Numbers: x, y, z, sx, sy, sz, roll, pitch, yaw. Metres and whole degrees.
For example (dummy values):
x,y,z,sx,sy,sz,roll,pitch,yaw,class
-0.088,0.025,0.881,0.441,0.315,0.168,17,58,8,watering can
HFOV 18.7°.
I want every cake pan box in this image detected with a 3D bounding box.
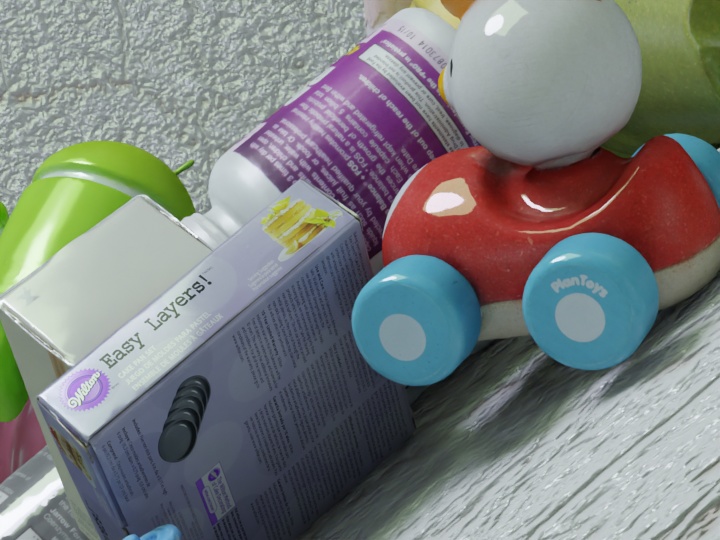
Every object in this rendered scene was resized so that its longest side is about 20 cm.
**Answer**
x,y,z,sx,sy,sz,roll,pitch,yaw,class
-0.061,0.078,1.134,0.184,0.052,0.200,-40,-37,-18,cake pan box

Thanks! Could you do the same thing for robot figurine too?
x,y,z,sx,sy,sz,roll,pitch,yaw,class
-0.175,0.003,1.382,0.116,0.175,0.200,73,-146,-54,robot figurine

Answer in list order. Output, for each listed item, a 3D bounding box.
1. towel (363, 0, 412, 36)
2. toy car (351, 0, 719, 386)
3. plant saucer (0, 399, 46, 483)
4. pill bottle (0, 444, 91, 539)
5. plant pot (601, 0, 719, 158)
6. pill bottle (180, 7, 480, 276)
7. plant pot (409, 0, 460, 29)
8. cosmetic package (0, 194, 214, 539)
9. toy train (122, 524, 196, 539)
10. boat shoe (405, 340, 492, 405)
x,y,z,sx,sy,sz,roll,pitch,yaw,class
0.089,-0.183,1.659,0.191,0.200,0.032,-12,19,-23,towel
0.079,-0.072,1.082,0.177,0.200,0.184,-7,18,28,toy car
-0.209,0.122,1.602,0.051,0.201,0.201,10,31,23,plant saucer
-0.145,0.141,1.312,0.200,0.114,0.114,-40,8,-20,pill bottle
0.205,-0.147,1.221,0.200,0.201,0.184,-39,19,-9,plant pot
-0.013,-0.046,1.217,0.200,0.112,0.112,-40,8,-11,pill bottle
0.090,-0.120,1.561,0.189,0.201,0.201,-51,4,14,plant pot
-0.115,0.069,1.170,0.105,0.071,0.200,-39,-37,-22,cosmetic package
-0.132,0.198,1.025,0.200,0.087,0.114,-34,14,28,toy train
0.009,0.036,1.275,0.202,0.086,0.075,-36,31,-12,boat shoe
